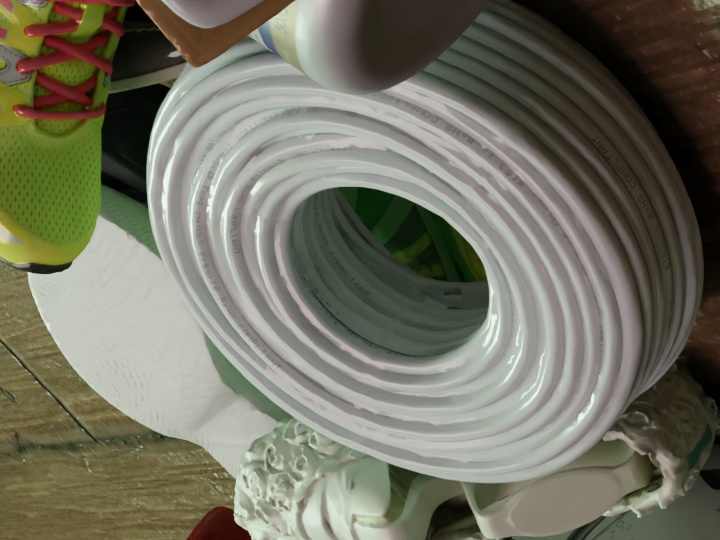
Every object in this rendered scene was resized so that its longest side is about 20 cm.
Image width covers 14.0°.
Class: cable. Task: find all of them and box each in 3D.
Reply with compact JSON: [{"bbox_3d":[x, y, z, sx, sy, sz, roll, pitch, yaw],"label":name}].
[{"bbox_3d":[0.021,-0.015,1.019,0.200,0.069,0.200,31,138,6],"label":"cable"}]

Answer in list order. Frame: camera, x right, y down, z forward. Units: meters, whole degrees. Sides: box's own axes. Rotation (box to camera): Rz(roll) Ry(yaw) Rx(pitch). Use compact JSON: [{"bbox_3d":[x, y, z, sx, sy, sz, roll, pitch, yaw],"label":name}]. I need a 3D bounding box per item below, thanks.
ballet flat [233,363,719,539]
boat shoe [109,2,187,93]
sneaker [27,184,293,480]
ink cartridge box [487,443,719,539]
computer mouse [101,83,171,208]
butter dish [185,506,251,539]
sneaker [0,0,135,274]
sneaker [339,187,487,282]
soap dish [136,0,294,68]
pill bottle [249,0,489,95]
[{"bbox_3d":[0.037,0.079,1.112,0.200,0.072,0.072,-14,132,18],"label":"ballet flat"},{"bbox_3d":[-0.108,-0.106,1.154,0.200,0.067,0.057,6,119,55],"label":"boat shoe"},{"bbox_3d":[-0.050,0.030,1.205,0.200,0.089,0.075,43,127,-6],"label":"sneaker"},{"bbox_3d":[0.102,0.140,1.142,0.200,0.146,0.084,14,147,52],"label":"ink cartridge box"},{"bbox_3d":[-0.067,-0.034,1.230,0.200,0.053,0.138,31,164,-29],"label":"computer mouse"},{"bbox_3d":[0.008,0.185,1.437,0.200,0.148,0.199,45,-156,-4],"label":"butter dish"},{"bbox_3d":[-0.115,-0.099,1.062,0.090,0.078,0.200,-4,90,45],"label":"sneaker"},{"bbox_3d":[0.000,0.000,1.134,0.200,0.084,0.074,49,157,-26],"label":"sneaker"},{"bbox_3d":[-0.008,-0.168,0.676,0.157,0.200,0.081,51,-171,-22],"label":"soap dish"},{"bbox_3d":[-0.047,-0.150,0.880,0.200,0.116,0.116,35,159,19],"label":"pill bottle"}]
